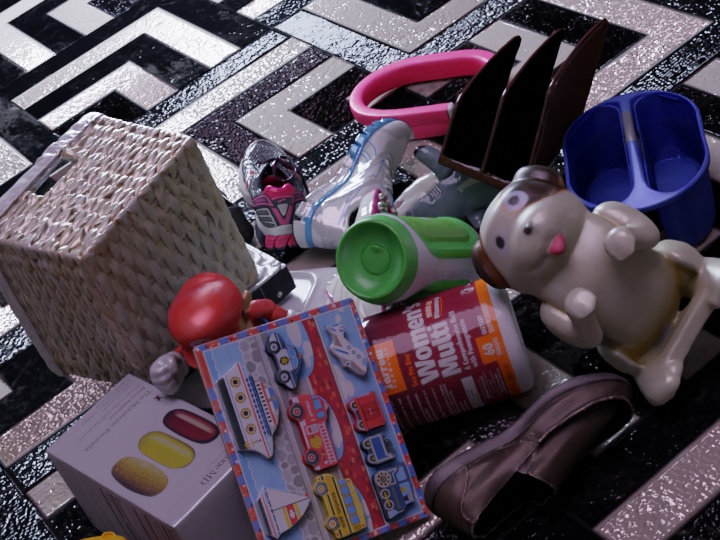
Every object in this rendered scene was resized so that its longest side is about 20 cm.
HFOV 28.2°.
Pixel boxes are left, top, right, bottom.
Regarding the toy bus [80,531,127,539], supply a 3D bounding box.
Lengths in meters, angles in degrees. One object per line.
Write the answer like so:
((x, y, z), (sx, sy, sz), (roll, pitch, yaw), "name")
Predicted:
((-0.211, 0.279, 1.136), (0.134, 0.201, 0.193), (-16, 28, 9), "toy bus")

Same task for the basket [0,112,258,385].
((-0.235, -0.018, 1.407), (0.160, 0.201, 0.199), (9, 47, 36), "basket")

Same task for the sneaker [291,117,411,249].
((0.013, -0.088, 1.596), (0.086, 0.075, 0.201), (18, 57, 31), "sneaker")

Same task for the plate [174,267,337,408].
((-0.120, 0.062, 1.498), (0.198, 0.032, 0.200), (-4, 40, 26), "plate")

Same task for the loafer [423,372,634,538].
((0.152, 0.162, 1.193), (0.199, 0.073, 0.071), (-33, 46, -5), "loafer")

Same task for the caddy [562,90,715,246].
((0.275, -0.104, 1.420), (0.140, 0.106, 0.201), (-13, 36, 13), "caddy")

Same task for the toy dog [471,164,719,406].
((0.199, -0.009, 1.244), (0.140, 0.199, 0.194), (-57, 16, 15), "toy dog")

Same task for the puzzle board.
((-0.040, 0.137, 1.216), (0.149, 0.202, 0.017), (-17, -10, -20), "puzzle board")

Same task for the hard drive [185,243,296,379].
((-0.182, 0.044, 1.499), (0.200, 0.038, 0.139), (-40, 37, -19), "hard drive")

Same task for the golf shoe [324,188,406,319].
((0.000, 0.000, 1.463), (0.091, 0.075, 0.201), (-20, 43, 22), "golf shoe")

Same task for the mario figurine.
((-0.114, 0.076, 1.316), (0.105, 0.200, 0.124), (27, 86, 20), "mario figurine")

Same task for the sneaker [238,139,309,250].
((-0.096, -0.103, 1.649), (0.080, 0.075, 0.200), (-11, 32, -9), "sneaker")

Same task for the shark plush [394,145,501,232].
((0.133, -0.066, 1.525), (0.198, 0.091, 0.084), (9, 63, 8), "shark plush")

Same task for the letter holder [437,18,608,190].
((0.176, -0.193, 1.501), (0.100, 0.143, 0.200), (23, 36, 14), "letter holder")

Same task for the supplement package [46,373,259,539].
((-0.167, 0.193, 1.288), (0.199, 0.110, 0.114), (18, 52, 43), "supplement package")

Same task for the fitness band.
((0.082, -0.216, 1.738), (0.198, 0.038, 0.144), (-3, 40, 25), "fitness band")

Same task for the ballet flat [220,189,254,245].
((-0.187, -0.083, 1.692), (0.068, 0.069, 0.200), (-36, 37, -19), "ballet flat")

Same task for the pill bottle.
((0.050, 0.085, 1.304), (0.198, 0.110, 0.110), (-19, 35, 7), "pill bottle")

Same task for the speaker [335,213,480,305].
((0.052, -0.011, 1.362), (0.088, 0.089, 0.200), (-4, -1, 26), "speaker")
